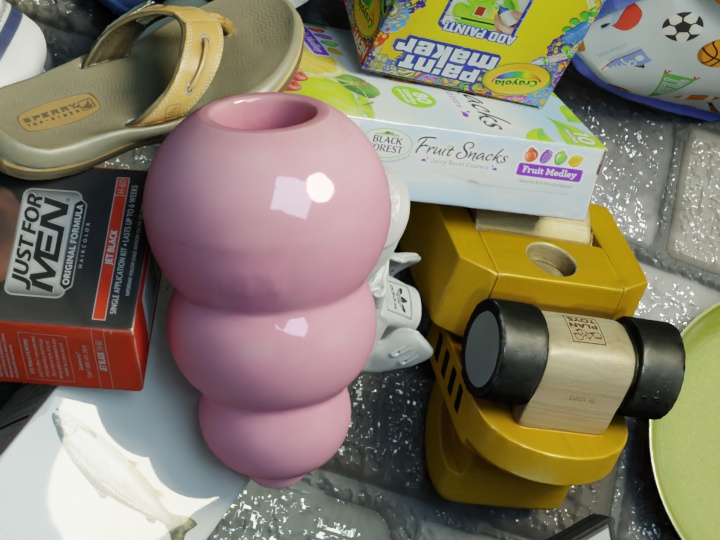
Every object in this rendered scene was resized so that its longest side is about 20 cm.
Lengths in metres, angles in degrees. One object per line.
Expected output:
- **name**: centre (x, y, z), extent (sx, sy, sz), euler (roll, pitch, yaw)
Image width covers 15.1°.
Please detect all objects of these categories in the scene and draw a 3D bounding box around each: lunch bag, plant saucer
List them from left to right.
- **lunch bag**: centre (0.226, -0.170, 1.626), extent (0.200, 0.170, 0.124), euler (2, 72, -52)
- **plant saucer**: centre (0.258, 0.113, 1.685), extent (0.199, 0.031, 0.201), euler (6, 75, -23)

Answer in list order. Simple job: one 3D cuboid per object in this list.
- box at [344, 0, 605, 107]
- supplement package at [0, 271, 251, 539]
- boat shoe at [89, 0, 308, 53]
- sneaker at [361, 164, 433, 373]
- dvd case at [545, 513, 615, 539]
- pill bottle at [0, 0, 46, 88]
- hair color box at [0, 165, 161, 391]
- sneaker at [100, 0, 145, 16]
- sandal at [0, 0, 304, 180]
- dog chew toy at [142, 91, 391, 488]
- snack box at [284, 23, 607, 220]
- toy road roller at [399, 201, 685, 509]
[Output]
- **box**: centre (0.073, -0.237, 1.552), extent (0.122, 0.193, 0.200), euler (10, 41, -23)
- **supplement package**: centre (-0.137, 0.107, 1.450), extent (0.117, 0.117, 0.200), euler (42, 64, -11)
- **boat shoe**: centre (-0.087, -0.161, 1.528), extent (0.200, 0.073, 0.062), euler (-37, 132, -44)
- **sneaker**: centre (0.000, 0.000, 1.501), extent (0.115, 0.200, 0.075), euler (6, 63, -29)
- **dvd case**: centre (0.106, 0.253, 1.520), extent (0.142, 0.018, 0.201), euler (-24, 110, -37)
- **pill bottle**: centre (-0.237, -0.104, 1.454), extent (0.200, 0.120, 0.120), euler (34, 65, -14)
- **hair color box**: centre (-0.205, -0.001, 1.392), extent (0.199, 0.061, 0.102), euler (3, 56, 4)
- **sneaker**: centre (-0.113, -0.245, 1.567), extent (0.075, 0.088, 0.201), euler (15, 73, -23)
- **sandal**: centre (-0.110, -0.106, 1.409), extent (0.200, 0.054, 0.080), euler (-22, 52, -29)
- **dog chew toy**: centre (-0.046, 0.015, 1.371), extent (0.124, 0.124, 0.201), euler (-12, 114, -27)
- **snack box**: centre (0.022, -0.089, 1.564), extent (0.199, 0.142, 0.053), euler (7, 116, -24)
- **toy road roller**: centre (0.089, 0.048, 1.588), extent (0.123, 0.146, 0.200), euler (8, 37, -23)
